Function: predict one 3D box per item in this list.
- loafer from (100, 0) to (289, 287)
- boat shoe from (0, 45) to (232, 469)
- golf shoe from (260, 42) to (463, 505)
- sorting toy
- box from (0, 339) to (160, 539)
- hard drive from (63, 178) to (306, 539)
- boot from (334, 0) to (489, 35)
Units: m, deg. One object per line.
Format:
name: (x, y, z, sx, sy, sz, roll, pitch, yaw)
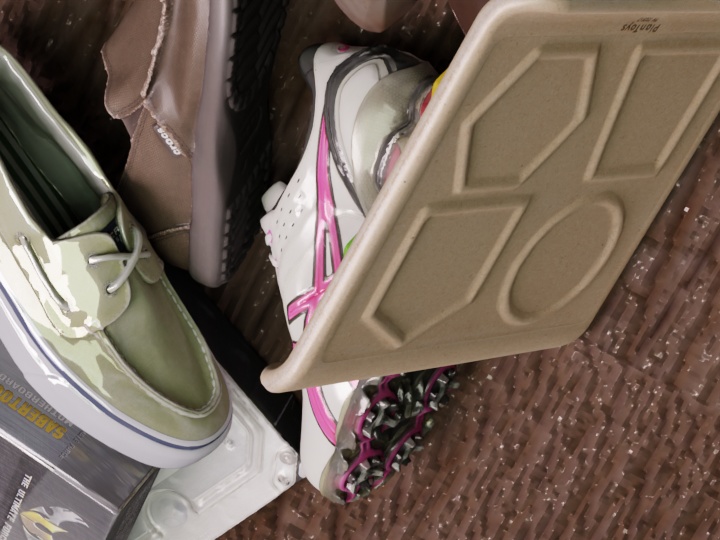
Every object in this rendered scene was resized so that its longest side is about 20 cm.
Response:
loafer: (-0.074, -0.082, 1.109, 0.071, 0.073, 0.201, 16, 125, 12)
boat shoe: (-0.118, -0.005, 1.117, 0.200, 0.072, 0.062, 49, 138, -8)
golf shoe: (0.000, 0.000, 1.148, 0.092, 0.073, 0.201, 27, 119, 29)
sorting toy: (0.064, -0.037, 1.059, 0.036, 0.185, 0.200, 49, 123, 26)
box: (-0.185, 0.107, 1.208, 0.158, 0.048, 0.200, 34, 134, 6)
hard drive: (-0.129, 0.042, 1.209, 0.140, 0.038, 0.200, -34, 103, 25)
boot: (0.029, -0.115, 1.006, 0.064, 0.200, 0.187, -12, 110, 19)
